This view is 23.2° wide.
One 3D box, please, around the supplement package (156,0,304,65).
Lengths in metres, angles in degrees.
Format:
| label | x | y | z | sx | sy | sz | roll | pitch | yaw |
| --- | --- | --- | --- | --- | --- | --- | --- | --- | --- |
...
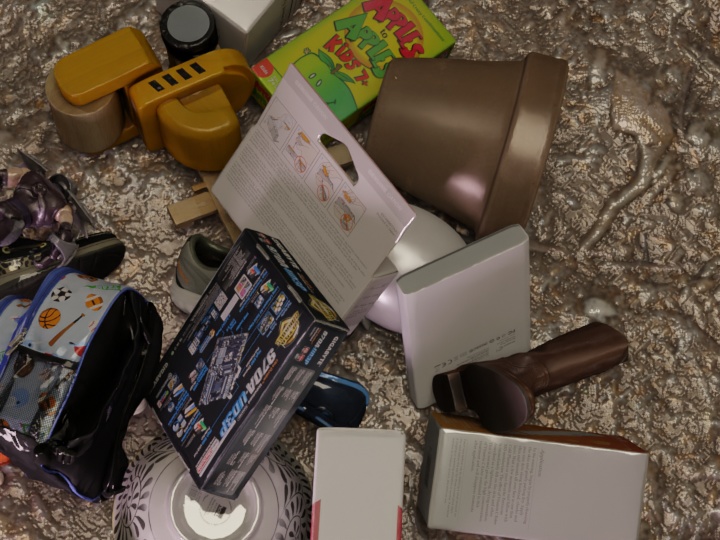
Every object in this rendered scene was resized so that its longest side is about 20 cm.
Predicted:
| label | x | y | z | sx | sy | sz | roll | pitch | yaw |
| --- | --- | --- | --- | --- | --- | --- | --- | --- | --- |
| supplement package | -0.107 | -0.329 | 1.819 | 0.121 | 0.120 | 0.200 | 37 | 74 | 4 |

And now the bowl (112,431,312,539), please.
| label | x | y | z | sx | sy | sz | roll | pitch | yaw |
| --- | --- | --- | --- | --- | --- | --- | --- | --- | --- |
| bowl | -0.139 | 0.231 | 1.676 | 0.200 | 0.094 | 0.202 | 2 | 74 | -6 |

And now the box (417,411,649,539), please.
| label | x | y | z | sx | sy | sz | roll | pitch | yaw |
| --- | --- | --- | --- | --- | --- | --- | --- | --- | --- |
| box | 0.162 | 0.202 | 1.685 | 0.199 | 0.124 | 0.098 | 8 | 92 | -4 |

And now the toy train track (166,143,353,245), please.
| label | x | y | z | sx | sy | sz | roll | pitch | yaw |
| --- | --- | --- | --- | --- | --- | --- | --- | --- | --- |
| toy train track | -0.103 | -0.083 | 1.801 | 0.199 | 0.033 | 0.115 | -21 | 70 | -16 |

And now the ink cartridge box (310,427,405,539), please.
| label | x | y | z | sx | sy | sz | roll | pitch | yaw |
| --- | --- | --- | --- | --- | --- | --- | --- | --- | --- |
| ink cartridge box | -0.004 | 0.235 | 1.634 | 0.083 | 0.200 | 0.146 | 2 | 74 | 0 |

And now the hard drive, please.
| label | x | y | z | sx | sy | sz | roll | pitch | yaw |
| --- | --- | --- | --- | --- | --- | --- | --- | --- | --- |
| hard drive | 0.103 | 0.047 | 1.697 | 0.132 | 0.200 | 0.027 | -24 | 56 | -11 |

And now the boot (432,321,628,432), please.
| label | x | y | z | sx | sy | sz | roll | pitch | yaw |
| --- | --- | --- | --- | --- | --- | --- | --- | --- | --- |
| boot | 0.191 | 0.095 | 1.685 | 0.199 | 0.186 | 0.065 | -13 | 99 | -21 |

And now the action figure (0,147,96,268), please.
| label | x | y | z | sx | sy | sz | roll | pitch | yaw |
| --- | --- | --- | --- | --- | --- | --- | --- | --- | --- |
| action figure | -0.340 | -0.048 | 1.669 | 0.130 | 0.070 | 0.200 | 33 | 39 | 23 |

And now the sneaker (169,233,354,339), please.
| label | x | y | z | sx | sy | sz | roll | pitch | yaw |
| --- | --- | --- | --- | --- | --- | --- | --- | --- | --- |
| sneaker | -0.097 | 0.024 | 1.711 | 0.199 | 0.080 | 0.074 | 20 | 31 | 18 |

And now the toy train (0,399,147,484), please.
| label | x | y | z | sx | sy | sz | roll | pitch | yaw |
| --- | --- | --- | --- | --- | --- | --- | --- | --- | --- |
| toy train | -0.314 | 0.118 | 1.715 | 0.199 | 0.056 | 0.151 | -19 | 82 | -9 |

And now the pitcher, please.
| label | x | y | z | sx | sy | sz | roll | pitch | yaw |
| --- | --- | --- | --- | --- | --- | --- | --- | --- | --- |
| pitcher | 0.000 | 0.000 | 1.750 | 0.200 | 0.121 | 0.172 | 30 | 112 | -1 |

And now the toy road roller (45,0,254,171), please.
| label | x | y | z | sx | sy | sz | roll | pitch | yaw |
| --- | --- | --- | --- | --- | --- | --- | --- | --- | --- |
| toy road roller | -0.200 | -0.162 | 1.752 | 0.199 | 0.123 | 0.146 | -25 | 68 | -11 |

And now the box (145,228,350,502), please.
| label | x | y | z | sx | sy | sz | roll | pitch | yaw |
| --- | --- | --- | --- | --- | --- | --- | --- | --- | --- |
| box | -0.111 | 0.084 | 1.614 | 0.200 | 0.046 | 0.159 | -57 | 41 | 14 |

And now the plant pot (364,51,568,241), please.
| label | x | y | z | sx | sy | sz | roll | pitch | yaw |
| --- | --- | --- | --- | --- | --- | --- | --- | --- | --- |
| plant pot | 0.098 | -0.133 | 1.747 | 0.174 | 0.200 | 0.201 | 15 | 74 | 2 |

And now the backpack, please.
| label | x | y | z | sx | sy | sz | roll | pitch | yaw |
| --- | --- | --- | --- | --- | --- | --- | --- | --- | --- |
| backpack | -0.267 | 0.096 | 1.612 | 0.154 | 0.200 | 0.191 | 25 | 75 | 13 |

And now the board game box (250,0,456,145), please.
| label | x | y | z | sx | sy | sz | roll | pitch | yaw |
| --- | --- | --- | --- | --- | --- | --- | --- | --- | --- |
| board game box | -0.010 | -0.215 | 1.824 | 0.200 | 0.048 | 0.102 | -36 | 80 | -20 |

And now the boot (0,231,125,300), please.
| label | x | y | z | sx | sy | sz | roll | pitch | yaw |
| --- | --- | --- | --- | --- | --- | --- | --- | --- | --- |
| boot | -0.351 | -0.036 | 1.740 | 0.203 | 0.074 | 0.154 | -21 | 63 | -26 |

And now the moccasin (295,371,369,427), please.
| label | x | y | z | sx | sy | sz | roll | pitch | yaw |
| --- | --- | --- | --- | --- | --- | --- | --- | --- | --- |
| moccasin | -0.092 | 0.116 | 1.720 | 0.199 | 0.080 | 0.068 | 18 | 87 | 4 |

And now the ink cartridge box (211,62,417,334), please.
| label | x | y | z | sx | sy | sz | roll | pitch | yaw |
| --- | --- | --- | --- | --- | --- | --- | --- | --- | --- |
| ink cartridge box | -0.036 | -0.066 | 1.642 | 0.045 | 0.176 | 0.200 | -14 | 59 | -48 |
